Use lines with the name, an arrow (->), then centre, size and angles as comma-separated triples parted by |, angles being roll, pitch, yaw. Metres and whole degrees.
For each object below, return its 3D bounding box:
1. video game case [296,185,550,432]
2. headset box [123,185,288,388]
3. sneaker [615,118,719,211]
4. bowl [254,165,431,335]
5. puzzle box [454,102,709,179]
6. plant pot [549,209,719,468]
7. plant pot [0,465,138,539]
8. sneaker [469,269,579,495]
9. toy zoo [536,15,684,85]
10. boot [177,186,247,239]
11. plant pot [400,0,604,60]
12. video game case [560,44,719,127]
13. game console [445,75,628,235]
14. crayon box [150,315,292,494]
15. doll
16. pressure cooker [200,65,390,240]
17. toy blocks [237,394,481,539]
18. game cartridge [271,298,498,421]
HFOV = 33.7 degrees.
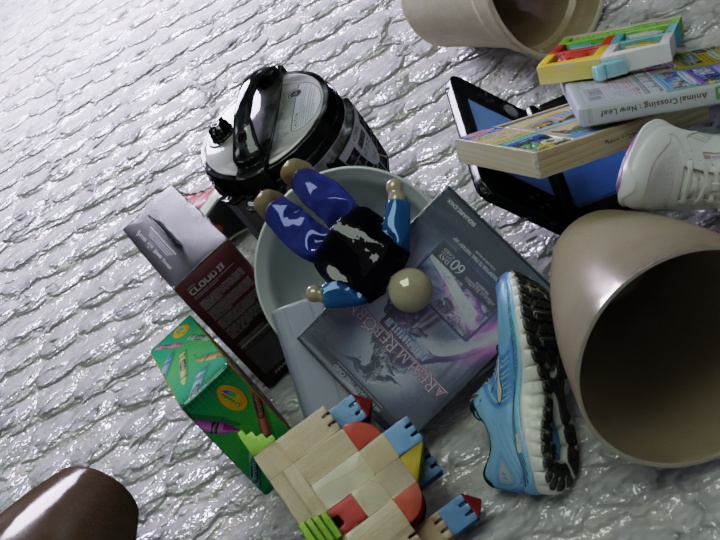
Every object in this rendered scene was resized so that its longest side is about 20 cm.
video game case -> 0.060, 0.042, 1.089 | 0.200, 0.019, 0.143 | -45, 78, 0
headset box -> -0.152, 0.010, 1.240 | 0.075, 0.200, 0.149 | -43, 40, -6
sneaker -> 0.299, -0.089, 1.035 | 0.100, 0.075, 0.200 | 26, 28, 38
bowl -> 0.000, 0.000, 1.192 | 0.201, 0.090, 0.202 | 0, 88, 8
puzzle box -> 0.206, -0.132, 1.112 | 0.200, 0.025, 0.133 | -20, 19, -24
plant pot -> 0.232, 0.027, 0.974 | 0.187, 0.187, 0.200 | -34, 26, 5
plant pot -> -0.294, 0.289, 1.121 | 0.187, 0.187, 0.200 | -11, 32, 29
sneaker -> 0.127, 0.094, 1.021 | 0.090, 0.078, 0.200 | -17, 62, 35
toy zoo -> 0.256, -0.223, 1.210 | 0.131, 0.021, 0.200 | -7, 18, 22
boot -> -0.185, -0.090, 1.467 | 0.200, 0.072, 0.144 | -42, 38, 1
plant pot -> 0.148, -0.335, 1.373 | 0.183, 0.200, 0.201 | 4, 54, 52
video game case -> 0.288, -0.178, 1.127 | 0.182, 0.022, 0.200 | -9, 17, 7
game console -> 0.197, -0.141, 1.196 | 0.116, 0.176, 0.200 | -51, 31, 31
crayon box -> -0.128, 0.123, 1.134 | 0.058, 0.119, 0.200 | -42, 20, -6
doll -> -0.008, -0.030, 1.085 | 0.137, 0.048, 0.200 | -49, 57, 0
pressure cooker -> -0.077, -0.119, 1.308 | 0.179, 0.200, 0.176 | -45, 39, -10
toy blocks -> 0.009, 0.182, 1.010 | 0.137, 0.100, 0.200 | -36, 70, -6
game cartridge -> 0.028, 0.068, 1.117 | 0.200, 0.041, 0.133 | -20, 83, 6
